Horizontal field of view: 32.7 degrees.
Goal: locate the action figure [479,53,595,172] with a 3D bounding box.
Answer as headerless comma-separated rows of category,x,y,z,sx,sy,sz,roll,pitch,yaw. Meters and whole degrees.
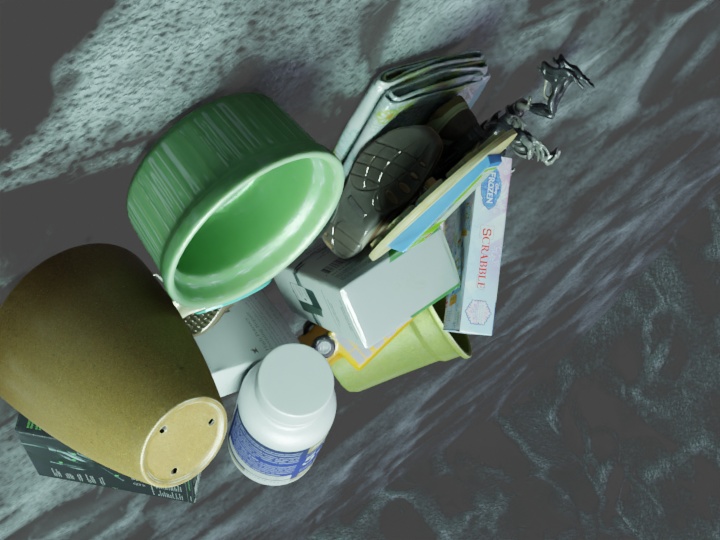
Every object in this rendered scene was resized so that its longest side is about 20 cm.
action figure,0.216,-0.180,1.601,0.200,0.102,0.119,-47,173,21

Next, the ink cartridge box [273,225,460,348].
ink cartridge box,0.000,0.000,1.443,0.146,0.084,0.199,-33,-155,-19

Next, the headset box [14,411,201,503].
headset box,-0.269,0.172,1.332,0.175,0.196,0.094,101,-1,-66

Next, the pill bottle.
pill bottle,-0.092,0.170,1.469,0.119,0.120,0.201,-30,163,-25

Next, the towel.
towel,0.044,-0.160,1.379,0.170,0.048,0.201,-22,157,-38

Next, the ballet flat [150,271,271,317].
ballet flat,-0.190,0.023,1.298,0.198,0.070,0.070,-27,162,-8

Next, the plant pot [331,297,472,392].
plant pot,0.035,0.078,1.780,0.182,0.203,0.200,-29,166,11

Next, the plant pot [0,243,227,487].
plant pot,-0.217,0.105,1.132,0.185,0.199,0.189,-26,135,-30

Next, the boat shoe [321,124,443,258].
boat shoe,0.028,-0.092,1.336,0.071,0.076,0.200,-25,166,-46

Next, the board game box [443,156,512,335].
board game box,0.138,-0.025,1.471,0.040,0.203,0.200,7,178,-2

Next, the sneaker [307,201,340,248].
sneaker,-0.107,-0.050,1.284,0.198,0.079,0.076,-29,151,-31

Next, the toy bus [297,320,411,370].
toy bus,0.011,0.054,1.553,0.200,0.078,0.065,-44,-155,3

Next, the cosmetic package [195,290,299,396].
cosmetic package,-0.172,0.092,1.482,0.074,0.102,0.199,-47,163,27

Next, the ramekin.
ramekin,-0.120,-0.069,1.142,0.199,0.098,0.201,-35,159,-15

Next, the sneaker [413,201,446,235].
sneaker,0.066,-0.077,1.609,0.089,0.075,0.201,-28,153,-24

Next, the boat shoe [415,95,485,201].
boat shoe,0.096,-0.118,1.395,0.073,0.065,0.201,-33,163,-16

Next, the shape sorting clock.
shape sorting clock,0.084,-0.080,1.275,0.200,0.039,0.200,-45,176,-4

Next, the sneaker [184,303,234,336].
sneaker,-0.138,-0.010,1.378,0.199,0.071,0.076,-41,-172,4
